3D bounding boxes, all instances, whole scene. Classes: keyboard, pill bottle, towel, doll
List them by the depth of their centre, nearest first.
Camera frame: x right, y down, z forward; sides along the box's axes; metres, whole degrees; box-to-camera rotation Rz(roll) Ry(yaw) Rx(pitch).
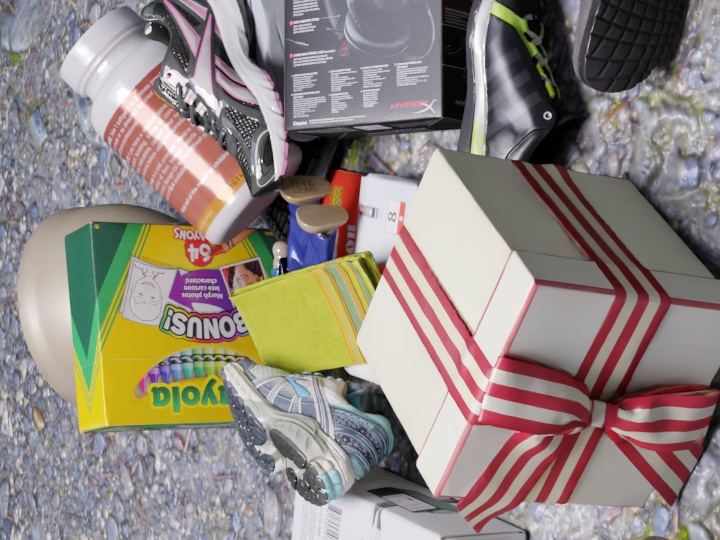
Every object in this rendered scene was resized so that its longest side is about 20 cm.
[{"bbox_3d":[-0.036,0.041,1.323,0.200,0.018,0.086,-15,99,55],"label":"towel"},{"bbox_3d":[-0.051,0.017,1.392,0.137,0.048,0.200,-121,31,-45],"label":"doll"},{"bbox_3d":[-0.155,-0.127,1.412,0.200,0.112,0.112,44,134,3],"label":"pill bottle"},{"bbox_3d":[-0.051,-0.128,1.452,0.200,0.021,0.127,-66,33,28],"label":"keyboard"}]

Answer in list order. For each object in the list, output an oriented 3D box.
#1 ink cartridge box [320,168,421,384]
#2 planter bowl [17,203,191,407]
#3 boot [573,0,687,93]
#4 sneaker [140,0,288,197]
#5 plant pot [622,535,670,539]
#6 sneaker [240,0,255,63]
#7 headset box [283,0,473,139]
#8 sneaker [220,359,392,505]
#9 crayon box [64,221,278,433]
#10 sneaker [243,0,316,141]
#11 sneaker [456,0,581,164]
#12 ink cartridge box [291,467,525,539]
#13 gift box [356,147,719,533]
[{"bbox_3d":[0.000,0.000,1.357,0.200,0.050,0.163,13,100,53],"label":"ink cartridge box"},{"bbox_3d":[-0.202,0.025,1.556,0.134,0.200,0.201,-14,76,31],"label":"planter bowl"},{"bbox_3d":[0.160,-0.221,1.118,0.132,0.070,0.201,19,94,58],"label":"boot"},{"bbox_3d":[-0.120,-0.140,1.334,0.080,0.086,0.200,98,152,-62],"label":"sneaker"},{"bbox_3d":[0.134,0.258,1.058,0.200,0.187,0.188,-40,56,32],"label":"plant pot"},{"bbox_3d":[-0.138,-0.178,1.521,0.078,0.086,0.200,-56,39,46],"label":"sneaker"},{"bbox_3d":[0.020,-0.206,1.269,0.148,0.075,0.201,-2,87,35],"label":"headset box"},{"bbox_3d":[-0.042,0.118,1.315,0.200,0.086,0.078,34,145,54],"label":"sneaker"},{"bbox_3d":[-0.150,0.050,1.444,0.058,0.200,0.173,-22,71,52],"label":"crayon box"},{"bbox_3d":[-0.060,-0.207,1.365,0.071,0.073,0.201,-116,15,-63],"label":"sneaker"},{"bbox_3d":[0.122,-0.123,1.182,0.083,0.072,0.201,8,97,29],"label":"sneaker"},{"bbox_3d":[0.029,0.245,1.274,0.200,0.084,0.146,15,101,56],"label":"ink cartridge box"},{"bbox_3d":[0.121,0.056,1.066,0.187,0.184,0.200,-122,41,-51],"label":"gift box"}]
